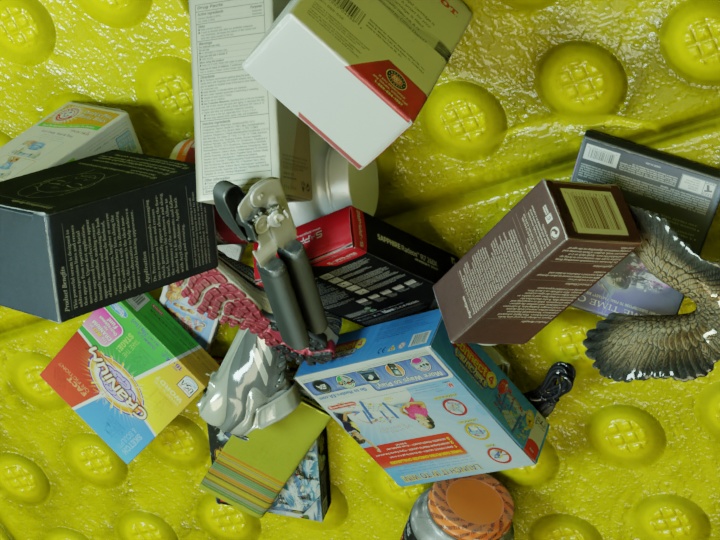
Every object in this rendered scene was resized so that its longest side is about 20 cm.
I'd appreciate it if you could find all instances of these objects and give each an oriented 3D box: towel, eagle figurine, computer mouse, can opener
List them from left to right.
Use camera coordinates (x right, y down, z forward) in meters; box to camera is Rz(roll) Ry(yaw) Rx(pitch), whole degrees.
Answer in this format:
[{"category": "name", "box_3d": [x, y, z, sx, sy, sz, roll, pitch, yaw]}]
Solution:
[{"category": "towel", "box_3d": [-0.110, 0.206, 1.924, 0.086, 0.018, 0.200, 28, 127, -7]}, {"category": "can opener", "box_3d": [-0.079, -0.011, 1.585, 0.066, 0.053, 0.200, 26, 147, 42]}, {"category": "computer mouse", "box_3d": [0.124, 0.094, 1.789, 0.200, 0.044, 0.110, 27, 143, -2]}, {"category": "eagle figurine", "box_3d": [0.318, 0.035, 1.604, 0.200, 0.152, 0.151, 12, 148, 6]}]

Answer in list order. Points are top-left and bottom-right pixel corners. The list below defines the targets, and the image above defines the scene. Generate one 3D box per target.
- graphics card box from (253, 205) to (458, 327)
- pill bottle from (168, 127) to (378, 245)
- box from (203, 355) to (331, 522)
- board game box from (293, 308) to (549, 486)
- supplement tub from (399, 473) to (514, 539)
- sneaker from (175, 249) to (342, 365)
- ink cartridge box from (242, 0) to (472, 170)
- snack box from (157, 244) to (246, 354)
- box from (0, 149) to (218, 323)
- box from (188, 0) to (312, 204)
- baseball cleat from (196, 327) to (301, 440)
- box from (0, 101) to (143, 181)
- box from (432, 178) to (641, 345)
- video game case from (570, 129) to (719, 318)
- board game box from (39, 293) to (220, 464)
[{"category": "graphics card box", "box_3d": [0.000, 0.000, 1.696, 0.125, 0.051, 0.200, -21, 153, 31]}, {"category": "pill bottle", "box_3d": [-0.088, -0.085, 1.698, 0.200, 0.113, 0.113, -3, 122, 22]}, {"category": "box", "box_3d": [-0.108, 0.197, 1.952, 0.137, 0.040, 0.200, 8, 126, 14]}, {"category": "board game box", "box_3d": [0.066, 0.140, 1.794, 0.200, 0.056, 0.196, -15, 127, 41]}, {"category": "supplement tub", "box_3d": [0.102, 0.327, 1.913, 0.122, 0.123, 0.200, 21, 128, 5]}, {"category": "sneaker", "box_3d": [-0.107, 0.024, 1.738, 0.200, 0.075, 0.081, 33, 145, -25]}, {"category": "ink cartridge box", "box_3d": [0.002, -0.210, 1.522, 0.144, 0.200, 0.084, 41, 131, -10]}, {"category": "snack box", "box_3d": [-0.184, 0.028, 1.870, 0.072, 0.024, 0.200, 24, 129, 3]}, {"category": "box", "box_3d": [-0.261, -0.038, 1.613, 0.148, 0.200, 0.107, 13, 114, 43]}, {"category": "box", "box_3d": [-0.105, -0.165, 1.605, 0.095, 0.078, 0.201, -3, 86, 22]}, {"category": "baseball cleat", "box_3d": [-0.097, 0.091, 1.828, 0.106, 0.070, 0.200, 29, 103, -8]}, {"category": "box", "box_3d": [-0.321, -0.075, 1.725, 0.101, 0.200, 0.113, 14, 133, 42]}, {"category": "box", "box_3d": [0.169, -0.005, 1.634, 0.100, 0.075, 0.200, 3, 146, -35]}, {"category": "video game case", "box_3d": [0.266, -0.033, 1.663, 0.143, 0.019, 0.200, 18, 129, 8]}, {"category": "board game box", "box_3d": [-0.266, 0.117, 1.926, 0.153, 0.040, 0.200, 45, 133, -1]}]
